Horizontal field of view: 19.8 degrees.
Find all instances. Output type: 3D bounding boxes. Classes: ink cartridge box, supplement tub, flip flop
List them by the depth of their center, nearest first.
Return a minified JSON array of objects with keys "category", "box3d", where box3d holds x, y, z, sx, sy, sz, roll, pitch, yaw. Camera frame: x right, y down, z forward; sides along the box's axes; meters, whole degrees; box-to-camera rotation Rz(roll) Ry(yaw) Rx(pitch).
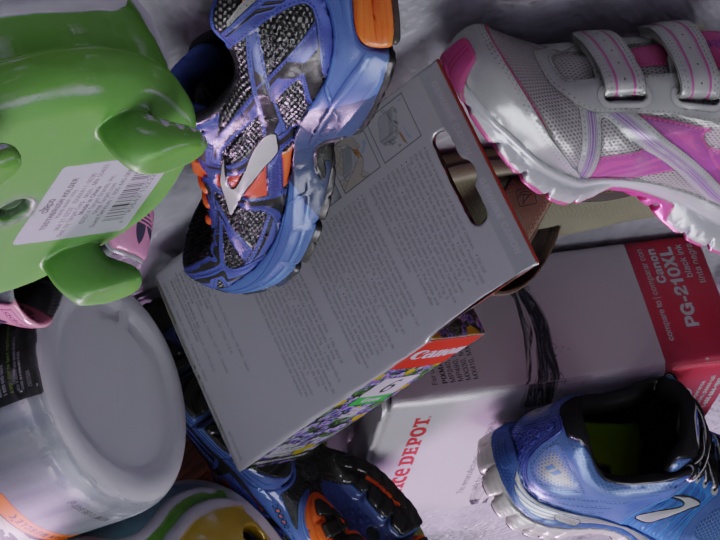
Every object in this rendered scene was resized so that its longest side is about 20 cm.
[{"category":"ink cartridge box","box3d":[0.000,0.000,0.960,0.200,0.109,0.050,-36,161,33]},{"category":"supplement tub","box3d":[-0.194,0.083,1.001,0.199,0.123,0.122,-21,151,27]},{"category":"flip flop","box3d":[0.078,-0.020,1.020,0.199,0.058,0.081,-12,151,-5]},{"category":"ink cartridge box","box3d":[0.087,0.061,1.139,0.199,0.085,0.145,-7,149,-15]}]

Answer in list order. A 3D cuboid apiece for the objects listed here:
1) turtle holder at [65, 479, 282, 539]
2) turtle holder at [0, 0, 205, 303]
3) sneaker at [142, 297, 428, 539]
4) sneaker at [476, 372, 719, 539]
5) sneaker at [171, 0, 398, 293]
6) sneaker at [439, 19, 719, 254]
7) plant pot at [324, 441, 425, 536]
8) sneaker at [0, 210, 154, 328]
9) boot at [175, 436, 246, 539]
[{"category":"turtle holder","box3d":[-0.097,0.167,1.018,0.132,0.141,0.186,-49,179,-31]},{"category":"turtle holder","box3d":[-0.159,-0.053,0.739,0.185,0.132,0.141,-23,159,-12]},{"category":"sneaker","box3d":[-0.056,0.100,1.069,0.078,0.200,0.075,-28,-167,45]},{"category":"sneaker","box3d":[0.160,0.105,1.082,0.199,0.079,0.089,10,144,-37]},{"category":"sneaker","box3d":[-0.047,-0.064,0.873,0.078,0.076,0.200,9,139,-15]},{"category":"sneaker","box3d":[0.123,-0.079,0.926,0.199,0.082,0.088,14,127,-37]},{"category":"plant pot","box3d":[-0.059,0.205,1.252,0.190,0.201,0.200,-44,141,23]},{"category":"sneaker","box3d":[-0.172,-0.002,0.913,0.199,0.082,0.070,-31,147,28]},{"category":"boot","box3d":[-0.116,0.185,1.147,0.200,0.155,0.074,-47,179,16]}]
